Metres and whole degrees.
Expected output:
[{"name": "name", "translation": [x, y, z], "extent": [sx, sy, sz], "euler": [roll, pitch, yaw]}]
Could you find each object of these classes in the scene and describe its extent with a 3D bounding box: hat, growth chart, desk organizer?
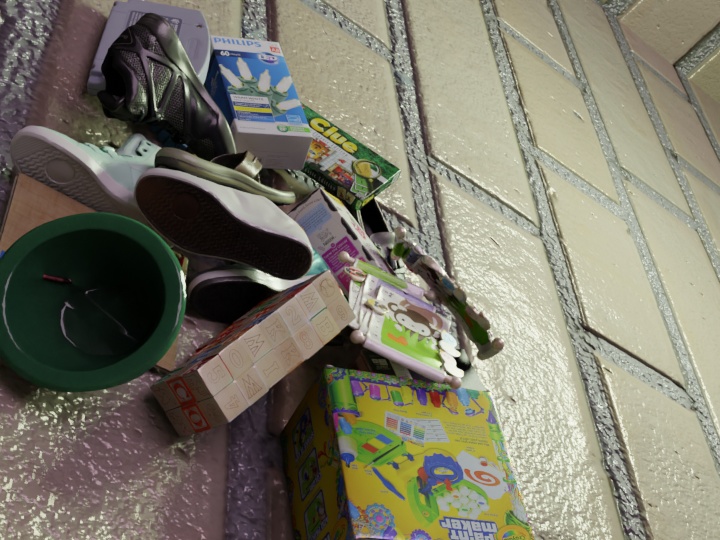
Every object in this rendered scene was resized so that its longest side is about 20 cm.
[{"name": "hat", "translation": [-0.242, 0.050, 1.052], "extent": [0.199, 0.176, 0.167], "euler": [-15, 73, -15]}, {"name": "growth chart", "translation": [0.044, 0.054, 1.206], "extent": [0.144, 0.018, 0.200], "euler": [21, 25, -14]}, {"name": "growth chart", "translation": [0.102, 0.029, 1.333], "extent": [0.200, 0.018, 0.145], "euler": [50, -8, 15]}, {"name": "desk organizer", "translation": [0.055, 0.143, 1.295], "extent": [0.199, 0.077, 0.072], "euler": [4, 50, -50]}]

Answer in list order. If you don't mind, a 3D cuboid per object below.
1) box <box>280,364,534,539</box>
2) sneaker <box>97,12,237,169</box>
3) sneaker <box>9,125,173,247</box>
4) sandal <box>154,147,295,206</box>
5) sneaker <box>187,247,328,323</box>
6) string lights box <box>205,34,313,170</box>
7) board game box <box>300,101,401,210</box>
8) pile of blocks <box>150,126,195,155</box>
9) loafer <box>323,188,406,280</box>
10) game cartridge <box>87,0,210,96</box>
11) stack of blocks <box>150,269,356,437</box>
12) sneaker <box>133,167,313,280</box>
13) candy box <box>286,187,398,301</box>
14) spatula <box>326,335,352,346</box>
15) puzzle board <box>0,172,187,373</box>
[{"name": "box", "translation": [0.043, 0.218, 1.101], "extent": [0.199, 0.122, 0.193], "euler": [12, 43, -24]}, {"name": "sneaker", "translation": [-0.220, -0.172, 1.235], "extent": [0.114, 0.076, 0.200], "euler": [-44, 121, -26]}, {"name": "sneaker", "translation": [-0.275, -0.111, 1.170], "extent": [0.200, 0.074, 0.119], "euler": [34, 34, -33]}, {"name": "sandal", "translation": [-0.139, -0.109, 1.219], "extent": [0.201, 0.079, 0.058], "euler": [22, 72, -54]}, {"name": "sneaker", "translation": [-0.123, -0.013, 1.244], "extent": [0.199, 0.084, 0.121], "euler": [2, 48, -45]}, {"name": "string lights box", "translation": [-0.139, -0.220, 1.450], "extent": [0.102, 0.059, 0.201], "euler": [1, 47, -24]}, {"name": "board game box", "translation": [-0.052, -0.162, 1.488], "extent": [0.199, 0.024, 0.105], "euler": [35, 40, 13]}, {"name": "pile of blocks", "translation": [-0.196, -0.159, 1.340], "extent": [0.200, 0.062, 0.082], "euler": [53, 30, 10]}, {"name": "loafer", "translation": [0.015, -0.048, 1.481], "extent": [0.072, 0.063, 0.201], "euler": [3, 52, -53]}, {"name": "game cartridge", "translation": [-0.252, -0.266, 1.363], "extent": [0.132, 0.041, 0.201], "euler": [6, 41, -5]}, {"name": "stack of blocks", "translation": [-0.110, 0.084, 1.100], "extent": [0.200, 0.115, 0.059], "euler": [-38, 100, -43]}, {"name": "sneaker", "translation": [-0.145, -0.054, 1.168], "extent": [0.199, 0.073, 0.085], "euler": [27, 21, -18]}, {"name": "candy box", "translation": [0.000, 0.000, 1.362], "extent": [0.200, 0.061, 0.136], "euler": [52, 6, 8]}, {"name": "spatula", "translation": [-0.004, 0.075, 1.252], "extent": [0.198, 0.021, 0.057], "euler": [-1, 24, -2]}, {"name": "puzzle board", "translation": [-0.264, 0.005, 1.095], "extent": [0.199, 0.017, 0.151], "euler": [29, 41, -29]}]
